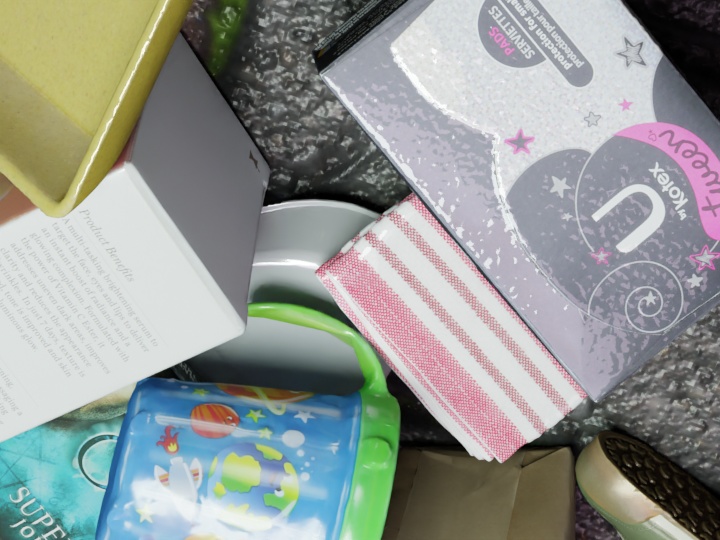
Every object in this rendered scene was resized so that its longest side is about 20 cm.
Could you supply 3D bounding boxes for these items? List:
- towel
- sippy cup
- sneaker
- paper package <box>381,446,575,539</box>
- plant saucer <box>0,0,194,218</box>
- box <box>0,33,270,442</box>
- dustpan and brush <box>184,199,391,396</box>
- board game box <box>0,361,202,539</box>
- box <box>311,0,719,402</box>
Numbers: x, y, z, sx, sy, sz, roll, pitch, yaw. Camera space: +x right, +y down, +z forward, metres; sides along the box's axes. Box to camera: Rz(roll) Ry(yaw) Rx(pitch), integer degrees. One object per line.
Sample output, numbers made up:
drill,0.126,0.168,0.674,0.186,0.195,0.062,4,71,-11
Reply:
towel,0.095,-0.012,1.304,0.200,0.030,0.146,-39,113,4
sippy cup,-0.060,0.113,1.284,0.130,0.178,0.140,13,137,-6
sneaker,0.179,0.173,1.408,0.200,0.067,0.090,34,113,-18
paper package,0.058,0.218,1.375,0.103,0.191,0.200,3,120,9
plant saucer,-0.134,-0.153,1.180,0.048,0.200,0.200,7,117,-50
box,-0.159,-0.012,1.276,0.200,0.152,0.106,-25,118,18
dustpan and brush,0.000,0.000,1.335,0.200,0.057,0.140,-28,123,27
board game box,-0.111,0.130,1.372,0.135,0.028,0.200,-31,119,10
box,0.090,-0.061,1.207,0.132,0.115,0.200,-39,100,4
